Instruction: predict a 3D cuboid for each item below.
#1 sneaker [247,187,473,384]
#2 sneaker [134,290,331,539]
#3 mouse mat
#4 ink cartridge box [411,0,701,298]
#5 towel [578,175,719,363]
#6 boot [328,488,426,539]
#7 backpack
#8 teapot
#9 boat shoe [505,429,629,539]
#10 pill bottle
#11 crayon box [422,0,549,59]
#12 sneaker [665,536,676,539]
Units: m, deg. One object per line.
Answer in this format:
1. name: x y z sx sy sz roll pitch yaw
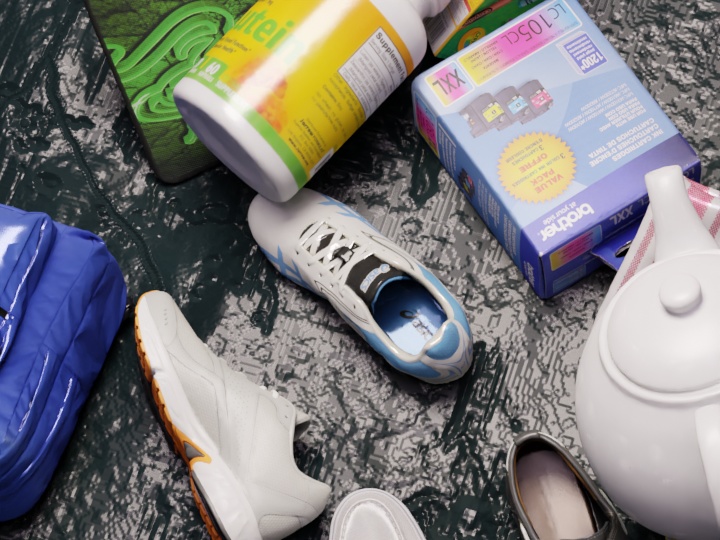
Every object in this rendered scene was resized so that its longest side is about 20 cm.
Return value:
1. sneaker: 0.000 0.000 1.769 0.200 0.073 0.072 39 76 23
2. sneaker: -0.087 0.096 1.740 0.092 0.076 0.201 -22 71 -13
3. mouse mat: -0.080 -0.168 1.832 0.199 0.162 0.008 -24 20 -4
4. ink cartridge box: 0.144 -0.077 1.788 0.136 0.076 0.200 -31 67 -9
5. towel: 0.261 0.038 1.698 0.199 0.030 0.147 25 95 9
6. boot: 0.017 0.221 1.647 0.073 0.096 0.201 -13 64 0
7. backpack: -0.271 0.055 1.724 0.162 0.168 0.201 13 70 20
8. teapot: 0.213 0.061 1.572 0.199 0.146 0.198 26 64 39
9. boat shoe: 0.147 0.195 1.662 0.071 0.068 0.201 -23 66 -7
10. pill bottle: -0.025 -0.154 1.778 0.111 0.111 0.200 39 79 21
11. crayon box: 0.074 -0.265 1.855 0.058 0.119 0.201 2 56 -37
12. sneaker: 0.299 0.193 1.647 0.199 0.076 0.106 -12 73 14
